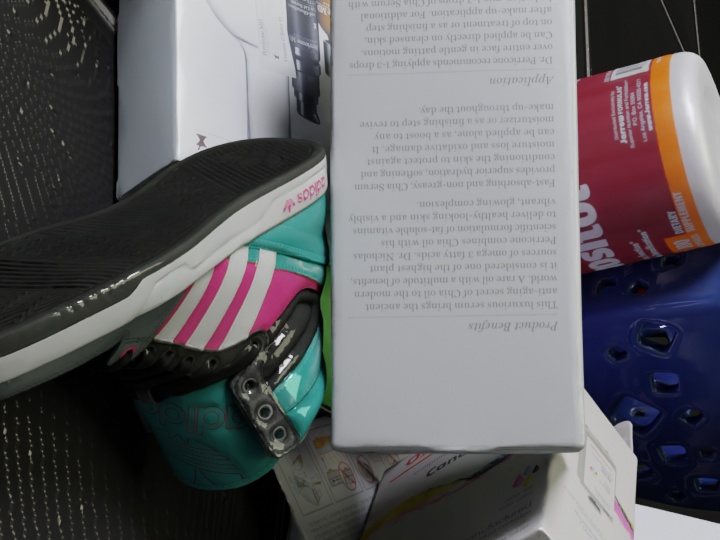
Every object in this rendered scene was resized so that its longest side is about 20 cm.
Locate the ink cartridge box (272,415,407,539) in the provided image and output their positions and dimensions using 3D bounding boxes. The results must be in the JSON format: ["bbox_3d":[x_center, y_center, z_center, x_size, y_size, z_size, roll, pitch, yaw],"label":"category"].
[{"bbox_3d":[0.000,0.144,0.792,0.200,0.057,0.162,58,20,11],"label":"ink cartridge box"}]

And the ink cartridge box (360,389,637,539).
[{"bbox_3d":[0.062,0.118,0.740,0.068,0.116,0.200,53,21,-11],"label":"ink cartridge box"}]

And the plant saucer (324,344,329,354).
[{"bbox_3d":[0.000,0.000,0.838,0.200,0.034,0.201,43,36,-41],"label":"plant saucer"}]

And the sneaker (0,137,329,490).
[{"bbox_3d":[-0.078,0.035,0.604,0.200,0.083,0.121,-31,122,-46],"label":"sneaker"}]

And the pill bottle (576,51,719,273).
[{"bbox_3d":[0.117,-0.051,0.951,0.113,0.199,0.113,-14,90,-68],"label":"pill bottle"}]

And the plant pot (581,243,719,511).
[{"bbox_3d":[0.181,0.032,1.063,0.200,0.179,0.200,-76,154,-47],"label":"plant pot"}]

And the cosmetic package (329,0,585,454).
[{"bbox_3d":[0.041,-0.025,0.664,0.071,0.101,0.201,47,43,-80],"label":"cosmetic package"}]

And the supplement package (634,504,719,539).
[{"bbox_3d":[0.160,0.263,0.855,0.191,0.147,0.201,-52,151,-63],"label":"supplement package"}]

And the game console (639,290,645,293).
[{"bbox_3d":[0.240,-0.058,1.361,0.172,0.118,0.201,-62,134,-58],"label":"game console"}]

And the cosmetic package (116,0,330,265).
[{"bbox_3d":[-0.019,-0.082,0.752,0.200,0.052,0.151,17,61,-38],"label":"cosmetic package"}]

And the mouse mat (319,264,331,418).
[{"bbox_3d":[-0.032,-0.031,0.753,0.161,0.008,0.201,28,51,-32],"label":"mouse mat"}]
